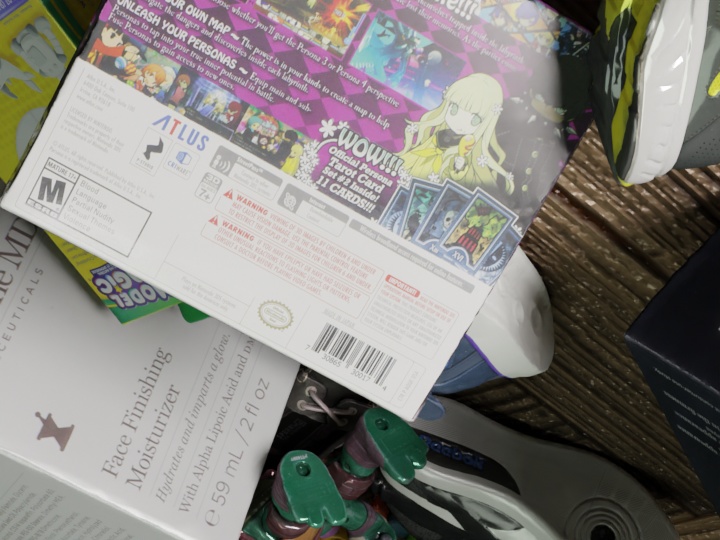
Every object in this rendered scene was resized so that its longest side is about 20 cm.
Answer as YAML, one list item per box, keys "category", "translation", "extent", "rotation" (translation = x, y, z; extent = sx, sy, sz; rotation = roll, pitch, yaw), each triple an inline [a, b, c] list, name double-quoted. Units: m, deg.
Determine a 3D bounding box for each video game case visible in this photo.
- category: "video game case"
  translation: [-0.019, -0.060, 0.584]
  extent: [0.199, 0.036, 0.182]
  rotation: [27, 102, -12]

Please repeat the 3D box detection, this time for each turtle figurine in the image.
- category: "turtle figurine"
  translation: [-0.038, 0.165, 0.846]
  extent: [0.100, 0.150, 0.201]
  rotation: [36, 136, 7]

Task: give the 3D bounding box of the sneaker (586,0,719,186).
- category: "sneaker"
  translation: [0.137, -0.118, 0.507]
  extent: [0.084, 0.075, 0.201]
  rotation: [-6, 140, -12]

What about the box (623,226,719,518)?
- category: "box"
  translation: [0.229, 0.081, 0.640]
  extent: [0.148, 0.104, 0.200]
  rotation: [35, 166, 46]

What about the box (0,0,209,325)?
- category: "box"
  translation: [-0.120, -0.052, 0.697]
  extent: [0.117, 0.048, 0.200]
  rotation: [-19, 117, 44]

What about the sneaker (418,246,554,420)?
- category: "sneaker"
  translation: [0.000, 0.000, 0.717]
  extent: [0.145, 0.081, 0.200]
  rotation: [-7, 144, 28]

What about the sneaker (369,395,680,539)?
- category: "sneaker"
  translation: [0.100, 0.153, 0.902]
  extent: [0.199, 0.073, 0.112]
  rotation: [29, 150, 1]

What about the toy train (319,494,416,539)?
- category: "toy train"
  translation: [-0.024, 0.185, 1.016]
  extent: [0.199, 0.056, 0.150]
  rotation: [-11, 136, 38]

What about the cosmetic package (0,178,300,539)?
- category: "cosmetic package"
  translation: [-0.164, 0.075, 0.833]
  extent: [0.199, 0.166, 0.165]
  rotation: [29, 147, -15]

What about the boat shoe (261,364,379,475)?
- category: "boat shoe"
  translation: [-0.031, 0.093, 0.887]
  extent: [0.066, 0.057, 0.200]
  rotation: [27, 146, -11]
